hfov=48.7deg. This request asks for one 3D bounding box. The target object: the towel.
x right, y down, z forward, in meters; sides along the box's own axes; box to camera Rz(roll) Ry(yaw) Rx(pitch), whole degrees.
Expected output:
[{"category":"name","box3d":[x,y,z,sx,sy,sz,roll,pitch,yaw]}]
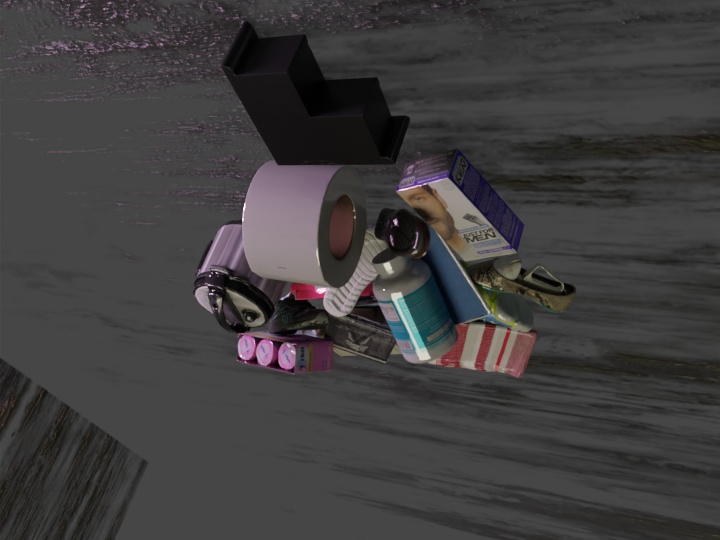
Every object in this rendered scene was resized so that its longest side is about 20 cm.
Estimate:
[{"category":"towel","box3d":[0.230,0.149,1.539,0.198,0.023,0.145,8,139,4]}]

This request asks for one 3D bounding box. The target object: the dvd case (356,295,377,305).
[{"category":"dvd case","box3d":[0.049,0.061,1.592,0.199,0.018,0.142,-7,173,42]}]

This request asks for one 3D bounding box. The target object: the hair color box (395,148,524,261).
[{"category":"hair color box","box3d":[0.161,-0.099,1.270,0.109,0.065,0.200,-10,138,45]}]

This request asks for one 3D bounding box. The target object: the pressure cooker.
[{"category":"pressure cooker","box3d":[-0.238,0.021,1.590,0.175,0.201,0.178,33,150,-23]}]

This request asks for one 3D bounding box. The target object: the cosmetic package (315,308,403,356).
[{"category":"cosmetic package","box3d":[0.010,0.134,1.760,0.199,0.072,0.105,-9,141,42]}]

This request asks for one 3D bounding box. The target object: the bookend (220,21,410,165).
[{"category":"bookend","box3d":[-0.058,-0.249,1.122,0.197,0.093,0.201,3,146,26]}]

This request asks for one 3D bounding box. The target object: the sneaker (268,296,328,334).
[{"category":"sneaker","box3d":[-0.136,0.090,1.668,0.075,0.080,0.199,6,168,-37]}]

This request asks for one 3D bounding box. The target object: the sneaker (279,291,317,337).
[{"category":"sneaker","box3d":[-0.131,0.125,1.826,0.086,0.075,0.200,-18,127,31]}]

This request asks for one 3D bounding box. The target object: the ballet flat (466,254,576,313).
[{"category":"ballet flat","box3d":[0.288,0.012,1.393,0.198,0.068,0.076,20,130,-10]}]

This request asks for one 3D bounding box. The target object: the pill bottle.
[{"category":"pill bottle","box3d":[0.091,0.057,1.421,0.110,0.111,0.201,-8,115,41]}]

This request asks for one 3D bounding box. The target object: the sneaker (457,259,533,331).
[{"category":"sneaker","box3d":[0.223,0.060,1.483,0.199,0.076,0.105,36,140,-5]}]

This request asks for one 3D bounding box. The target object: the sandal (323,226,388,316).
[{"category":"sandal","box3d":[-0.006,-0.005,1.487,0.082,0.050,0.203,37,110,-3]}]

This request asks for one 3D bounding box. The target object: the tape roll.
[{"category":"tape roll","box3d":[-0.089,-0.078,1.322,0.138,0.204,0.203,8,150,22]}]

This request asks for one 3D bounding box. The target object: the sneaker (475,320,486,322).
[{"category":"sneaker","box3d":[0.197,0.107,1.559,0.198,0.079,0.140,1,161,30]}]

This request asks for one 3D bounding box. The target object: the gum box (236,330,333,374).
[{"category":"gum box","box3d":[-0.168,0.174,1.735,0.199,0.067,0.113,5,-177,42]}]

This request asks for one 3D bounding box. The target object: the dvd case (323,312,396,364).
[{"category":"dvd case","box3d":[-0.001,0.139,1.673,0.147,0.016,0.200,19,155,1]}]

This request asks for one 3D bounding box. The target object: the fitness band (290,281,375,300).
[{"category":"fitness band","box3d":[-0.048,0.040,1.604,0.198,0.038,0.143,-5,174,37]}]

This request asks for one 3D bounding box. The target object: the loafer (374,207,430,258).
[{"category":"loafer","box3d":[0.082,-0.065,1.322,0.070,0.074,0.200,15,-169,-17]}]

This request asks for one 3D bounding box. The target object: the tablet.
[{"category":"tablet","box3d":[0.145,0.007,1.421,0.201,0.014,0.130,57,148,-5]}]
